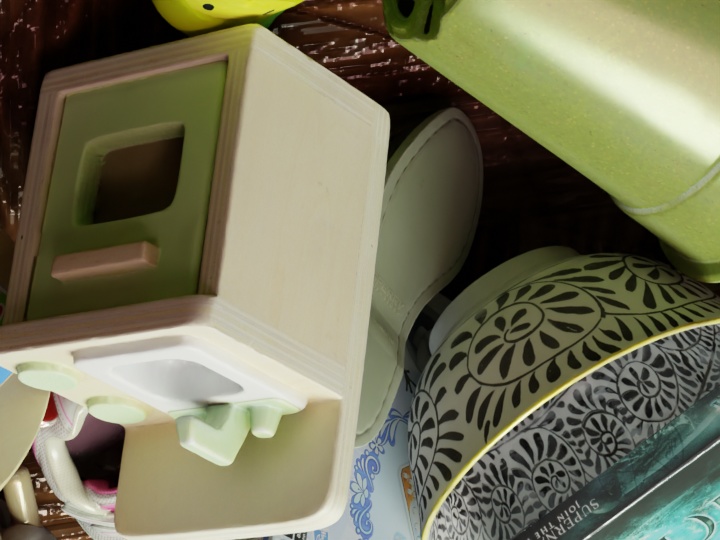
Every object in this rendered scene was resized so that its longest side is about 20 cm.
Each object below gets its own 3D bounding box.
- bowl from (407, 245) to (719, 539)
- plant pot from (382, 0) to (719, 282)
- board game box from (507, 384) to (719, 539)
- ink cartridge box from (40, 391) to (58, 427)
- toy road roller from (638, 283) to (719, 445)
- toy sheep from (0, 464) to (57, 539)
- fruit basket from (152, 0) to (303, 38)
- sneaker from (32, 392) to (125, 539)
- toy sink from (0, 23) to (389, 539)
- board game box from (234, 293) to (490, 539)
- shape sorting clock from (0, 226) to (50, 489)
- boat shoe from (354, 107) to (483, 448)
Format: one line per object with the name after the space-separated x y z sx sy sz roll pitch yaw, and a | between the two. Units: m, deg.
0.093 0.051 1.447 0.200 0.094 0.201 -26 154 -13 | bowl
0.118 -0.121 1.360 0.189 0.200 0.200 23 118 -22 | plant pot
0.168 0.117 1.481 0.200 0.028 0.135 -38 145 11 | board game box
-0.250 0.058 1.389 0.199 0.116 0.067 -5 139 -17 | ink cartridge box
0.192 0.043 1.553 0.145 0.123 0.201 -12 132 -11 | toy road roller
-0.216 0.170 1.500 0.199 0.138 0.138 -2 136 17 | toy sheep
-0.039 -0.176 1.272 0.215 0.156 0.217 -8 113 -19 | fruit basket
-0.121 0.100 1.500 0.081 0.088 0.200 -28 133 3 | sneaker
-0.079 0.008 1.331 0.130 0.201 0.112 -9 155 37 | toy sink
0.018 0.103 1.489 0.043 0.201 0.199 -20 142 39 | board game box
-0.236 0.034 1.334 0.199 0.201 0.039 -5 152 -18 | shape sorting clock
0.000 0.000 1.423 0.060 0.202 0.072 -6 132 37 | boat shoe
